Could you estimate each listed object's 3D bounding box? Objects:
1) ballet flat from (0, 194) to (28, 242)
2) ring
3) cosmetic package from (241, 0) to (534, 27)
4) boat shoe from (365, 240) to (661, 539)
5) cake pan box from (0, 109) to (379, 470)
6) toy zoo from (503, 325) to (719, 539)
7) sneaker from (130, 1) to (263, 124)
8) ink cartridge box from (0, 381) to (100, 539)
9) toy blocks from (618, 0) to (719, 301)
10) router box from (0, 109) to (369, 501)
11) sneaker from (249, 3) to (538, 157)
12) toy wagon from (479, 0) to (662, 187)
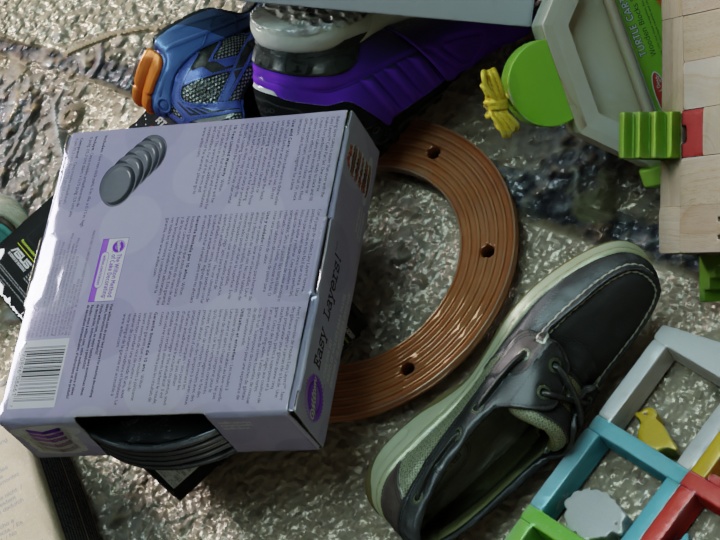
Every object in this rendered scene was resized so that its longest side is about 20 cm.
[{"bbox_3d":[-0.293,0.015,1.533,0.199,0.068,0.062,-27,25,5],"label":"ballet flat"},{"bbox_3d":[0.000,0.000,1.415,0.199,0.019,0.201,-13,55,19],"label":"ring"},{"bbox_3d":[-0.002,-0.189,1.391,0.199,0.052,0.151,5,23,-3],"label":"cosmetic package"},{"bbox_3d":[0.090,0.072,1.286,0.201,0.072,0.066,-44,36,3],"label":"boat shoe"},{"bbox_3d":[-0.093,0.010,1.331,0.183,0.052,0.201,-6,58,25],"label":"cake pan box"},{"bbox_3d":[0.169,0.113,1.260,0.131,0.020,0.200,31,78,36],"label":"toy zoo"},{"bbox_3d":[-0.045,-0.131,1.461,0.200,0.075,0.078,-35,69,-31],"label":"sneaker"},{"bbox_3d":[-0.247,0.186,1.385,0.199,0.075,0.165,-30,51,7],"label":"ink cartridge box"},{"bbox_3d":[0.207,-0.084,1.244,0.137,0.099,0.201,179,92,-71],"label":"toy blocks"},{"bbox_3d":[-0.112,0.014,1.410,0.150,0.062,0.200,-42,51,-3],"label":"router box"},{"bbox_3d":[0.017,-0.117,1.424,0.199,0.100,0.069,-14,27,-34],"label":"sneaker"},{"bbox_3d":[0.154,-0.126,1.329,0.199,0.156,0.040,-22,7,-9],"label":"toy wagon"}]
